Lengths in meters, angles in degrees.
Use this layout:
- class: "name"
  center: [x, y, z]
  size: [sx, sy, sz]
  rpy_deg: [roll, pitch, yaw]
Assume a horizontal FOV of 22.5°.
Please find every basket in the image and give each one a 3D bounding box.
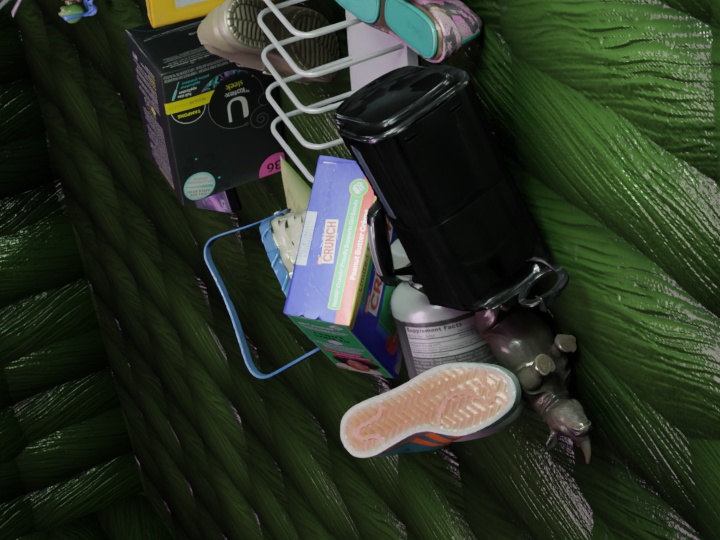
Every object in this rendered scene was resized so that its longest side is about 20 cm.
- class: "basket"
  center: [-0.068, 0.014, 2.082]
  size: [0.177, 0.200, 0.139]
  rpy_deg: [69, -166, 2]

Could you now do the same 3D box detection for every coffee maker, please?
- class: "coffee maker"
  center: [0.086, -0.077, 1.621]
  size: [0.192, 0.135, 0.200]
  rpy_deg: [0, 128, 44]

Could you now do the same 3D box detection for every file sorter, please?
- class: "file sorter"
  center: [-0.026, -0.207, 1.834]
  size: [0.139, 0.124, 0.200]
  rpy_deg: [53, 157, 42]

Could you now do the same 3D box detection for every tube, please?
- class: "tube"
  center: [-0.059, -0.066, 2.233]
  size: [0.058, 0.052, 0.200]
  rpy_deg: [-58, 36, 15]

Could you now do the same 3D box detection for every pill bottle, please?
- class: "pill bottle"
  center: [0.092, 0.060, 1.808]
  size: [0.111, 0.111, 0.200]
  rpy_deg: [29, 137, 64]

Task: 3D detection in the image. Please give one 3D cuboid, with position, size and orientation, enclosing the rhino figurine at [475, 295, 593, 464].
- class: "rhino figurine"
  center: [0.170, 0.093, 1.701]
  size: [0.200, 0.060, 0.087]
  rpy_deg: [62, 157, 17]

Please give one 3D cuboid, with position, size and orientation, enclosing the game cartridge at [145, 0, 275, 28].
- class: "game cartridge"
  center: [-0.129, -0.344, 1.856]
  size: [0.177, 0.200, 0.032]
  rpy_deg: [87, 164, -47]

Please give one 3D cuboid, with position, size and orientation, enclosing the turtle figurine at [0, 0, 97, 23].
- class: "turtle figurine"
  center: [-0.516, -0.493, 2.892]
  size: [0.200, 0.144, 0.194]
  rpy_deg: [5, 100, 25]

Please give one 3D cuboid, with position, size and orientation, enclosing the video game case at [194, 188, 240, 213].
- class: "video game case"
  center: [-0.234, -0.158, 2.691]
  size: [0.200, 0.019, 0.143]
  rpy_deg: [10, 120, 69]

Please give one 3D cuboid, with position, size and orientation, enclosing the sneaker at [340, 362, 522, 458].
- class: "sneaker"
  center: [0.079, 0.132, 1.739]
  size: [0.200, 0.080, 0.072]
  rpy_deg: [-19, 79, 34]

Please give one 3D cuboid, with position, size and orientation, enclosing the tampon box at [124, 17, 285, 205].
- class: "tampon box"
  center: [-0.193, -0.213, 2.281]
  size: [0.126, 0.150, 0.200]
  rpy_deg: [51, 155, 46]

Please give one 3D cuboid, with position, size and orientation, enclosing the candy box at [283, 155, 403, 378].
- class: "candy box"
  center: [0.000, 0.000, 1.830]
  size: [0.200, 0.077, 0.169]
  rpy_deg: [48, -127, -65]

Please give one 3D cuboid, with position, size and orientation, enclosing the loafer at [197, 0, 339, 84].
- class: "loafer"
  center: [-0.096, -0.246, 1.924]
  size: [0.068, 0.200, 0.076]
  rpy_deg: [-2, 79, 37]

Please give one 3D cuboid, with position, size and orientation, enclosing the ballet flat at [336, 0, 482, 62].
- class: "ballet flat"
  center: [0.039, -0.252, 1.668]
  size: [0.200, 0.071, 0.069]
  rpy_deg: [39, 136, 39]
